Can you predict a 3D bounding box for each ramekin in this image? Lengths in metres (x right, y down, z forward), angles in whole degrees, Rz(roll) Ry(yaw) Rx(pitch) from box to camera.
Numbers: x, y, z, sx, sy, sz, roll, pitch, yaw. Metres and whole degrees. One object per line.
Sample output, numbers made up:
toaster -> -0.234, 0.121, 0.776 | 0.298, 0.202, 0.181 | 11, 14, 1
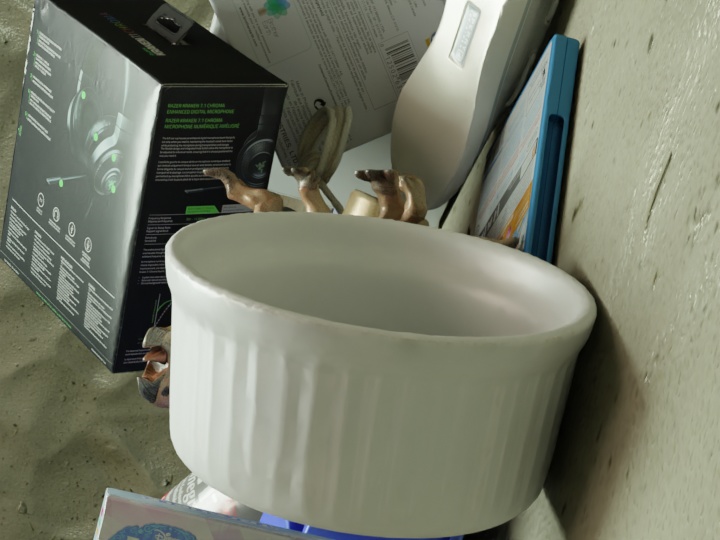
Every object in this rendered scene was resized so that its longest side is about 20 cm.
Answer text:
ramekin -> 0.004, 0.045, 0.864 | 0.201, 0.198, 0.099 | -100, 17, -74

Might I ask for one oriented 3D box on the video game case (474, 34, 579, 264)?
video game case -> 0.084, -0.011, 1.044 | 0.143, 0.018, 0.202 | 117, 165, -62

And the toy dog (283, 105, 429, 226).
toy dog -> 0.000, 0.000, 1.119 | 0.132, 0.096, 0.201 | -55, 23, 19

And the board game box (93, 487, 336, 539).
board game box -> -0.045, 0.221, 0.866 | 0.043, 0.198, 0.201 | 178, 106, -83

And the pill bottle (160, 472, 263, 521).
pill bottle -> -0.044, 0.146, 1.161 | 0.200, 0.111, 0.111 | -41, 21, 22

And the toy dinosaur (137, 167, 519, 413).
toy dinosaur -> -0.020, 0.015, 0.991 | 0.086, 0.197, 0.137 | -169, 79, -81

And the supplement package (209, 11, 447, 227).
supplement package -> -0.016, -0.131, 1.340 | 0.156, 0.198, 0.112 | 114, 168, -60

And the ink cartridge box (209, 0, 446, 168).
ink cartridge box -> 0.016, -0.164, 1.197 | 0.076, 0.198, 0.138 | -96, -17, -71

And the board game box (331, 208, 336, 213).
board game box -> 0.004, -0.022, 1.588 | 0.201, 0.056, 0.167 | -87, 15, -60

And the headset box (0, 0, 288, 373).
headset box -> -0.141, -0.066, 1.172 | 0.174, 0.092, 0.202 | 36, 121, 47

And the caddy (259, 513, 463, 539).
caddy -> 0.005, 0.151, 0.996 | 0.200, 0.104, 0.143 | -97, 29, -74

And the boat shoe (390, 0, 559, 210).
boat shoe -> 0.077, -0.127, 1.139 | 0.072, 0.068, 0.202 | 40, 123, 42
